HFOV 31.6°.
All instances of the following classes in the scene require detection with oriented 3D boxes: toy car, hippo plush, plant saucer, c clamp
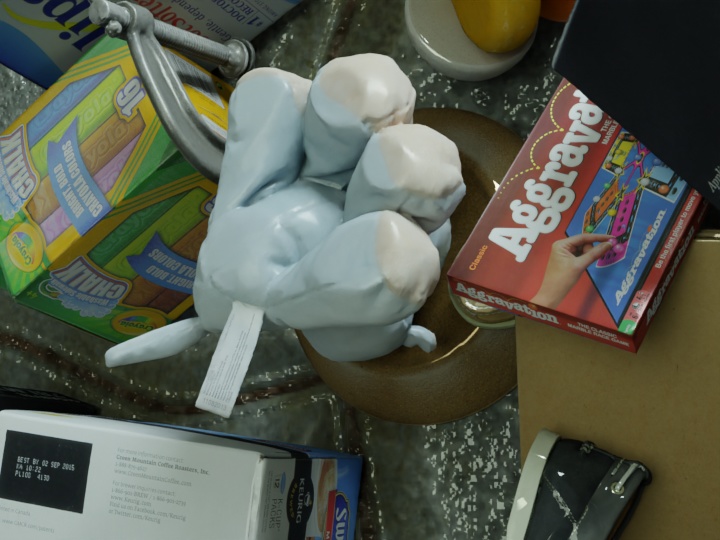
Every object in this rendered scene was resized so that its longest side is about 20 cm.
[{"bbox_3d":[0.086,-0.227,0.746,0.148,0.176,0.202,-19,69,-13],"label":"toy car"},{"bbox_3d":[0.000,0.000,0.692,0.158,0.160,0.202,18,82,34],"label":"hippo plush"},{"bbox_3d":[0.032,-0.007,0.789,0.198,0.035,0.204,-5,79,26],"label":"plant saucer"},{"bbox_3d":[-0.096,-0.122,0.779,0.027,0.199,0.172,-33,72,18],"label":"c clamp"}]

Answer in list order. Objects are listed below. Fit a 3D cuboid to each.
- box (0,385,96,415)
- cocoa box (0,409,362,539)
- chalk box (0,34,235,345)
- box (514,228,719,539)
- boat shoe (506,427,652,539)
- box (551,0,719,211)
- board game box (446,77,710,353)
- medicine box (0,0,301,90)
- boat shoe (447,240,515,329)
[{"bbox_3d":[-0.274,0.172,0.825,0.049,0.199,0.201,12,86,30],"label":"box"},{"bbox_3d":[-0.117,0.165,0.782,0.197,0.131,0.136,4,84,28],"label":"cocoa box"},{"bbox_3d":[-0.166,-0.038,0.838,0.199,0.124,0.125,-40,55,16],"label":"chalk box"},{"bbox_3d":[0.161,0.077,0.666,0.161,0.021,0.203,3,107,25],"label":"box"},{"bbox_3d":[0.094,0.185,0.642,0.067,0.072,0.203,15,80,13],"label":"boat shoe"},{"bbox_3d":[0.232,-0.119,0.592,0.200,0.118,0.196,43,65,14],"label":"box"},{"bbox_3d":[0.134,-0.057,0.653,0.102,0.020,0.201,17,62,31],"label":"board game box"},{"bbox_3d":[-0.150,-0.212,0.828,0.199,0.182,0.104,-35,59,18],"label":"medicine box"},{"bbox_3d":[0.131,-0.038,0.698,0.199,0.076,0.072,-36,81,6],"label":"boat shoe"}]
